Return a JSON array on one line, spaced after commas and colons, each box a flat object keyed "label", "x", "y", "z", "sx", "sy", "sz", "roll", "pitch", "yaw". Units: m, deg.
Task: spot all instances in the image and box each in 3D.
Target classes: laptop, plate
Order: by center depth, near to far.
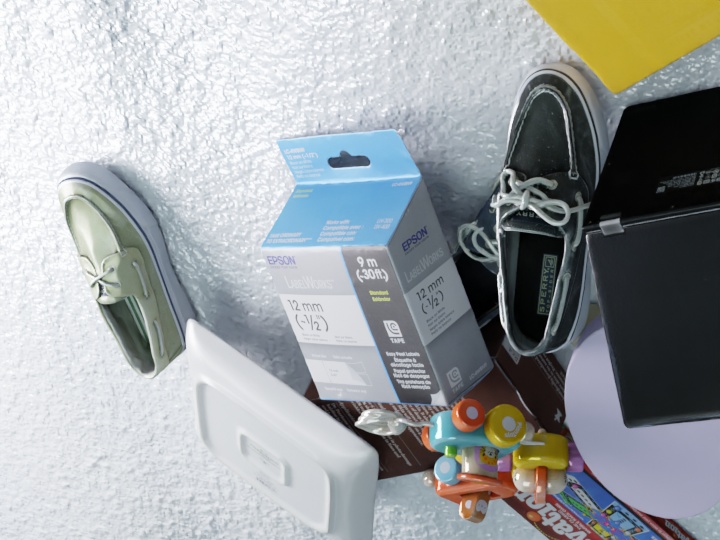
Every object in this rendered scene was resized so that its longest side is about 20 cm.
[{"label": "laptop", "x": 0.253, "y": -0.020, "z": 1.159, "sx": 0.186, "sy": 0.200, "sz": 0.116, "roll": -10, "pitch": 129, "yaw": 32}, {"label": "plate", "x": -0.074, "y": 0.150, "z": 1.530, "sx": 0.199, "sy": 0.032, "sz": 0.200, "roll": 33, "pitch": 154, "yaw": 17}]

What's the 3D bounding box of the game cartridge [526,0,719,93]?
[{"label": "game cartridge", "x": 0.164, "y": -0.223, "z": 1.136, "sx": 0.200, "sy": 0.033, "sz": 0.176, "roll": 43, "pitch": 134, "yaw": -20}]

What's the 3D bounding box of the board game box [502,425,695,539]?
[{"label": "board game box", "x": 0.204, "y": 0.214, "z": 1.531, "sx": 0.200, "sy": 0.019, "sz": 0.103, "roll": 41, "pitch": 136, "yaw": -14}]

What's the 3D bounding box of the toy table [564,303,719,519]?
[{"label": "toy table", "x": 0.227, "y": 0.073, "z": 1.316, "sx": 0.183, "sy": 0.117, "sz": 0.201, "roll": 13, "pitch": 135, "yaw": 14}]

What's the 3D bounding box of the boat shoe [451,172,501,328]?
[{"label": "boat shoe", "x": 0.104, "y": -0.014, "z": 1.334, "sx": 0.075, "sy": 0.062, "sz": 0.200, "roll": 36, "pitch": 136, "yaw": -7}]

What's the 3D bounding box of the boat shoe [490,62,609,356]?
[{"label": "boat shoe", "x": 0.122, "y": -0.041, "z": 1.233, "sx": 0.073, "sy": 0.068, "sz": 0.201, "roll": 11, "pitch": 100, "yaw": 24}]

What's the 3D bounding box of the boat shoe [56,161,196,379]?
[{"label": "boat shoe", "x": -0.196, "y": 0.002, "z": 1.495, "sx": 0.072, "sy": 0.062, "sz": 0.201, "roll": -7, "pitch": 126, "yaw": 31}]

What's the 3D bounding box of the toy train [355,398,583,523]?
[{"label": "toy train", "x": 0.085, "y": 0.153, "z": 1.367, "sx": 0.150, "sy": 0.056, "sz": 0.200, "roll": -11, "pitch": 155, "yaw": 27}]

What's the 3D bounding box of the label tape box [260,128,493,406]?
[{"label": "label tape box", "x": 0.000, "y": 0.000, "z": 1.345, "sx": 0.143, "sy": 0.066, "sz": 0.201, "roll": 0, "pitch": 120, "yaw": 47}]

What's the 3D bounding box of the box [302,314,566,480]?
[{"label": "box", "x": 0.061, "y": 0.101, "z": 1.457, "sx": 0.199, "sy": 0.075, "sz": 0.100, "roll": -14, "pitch": 123, "yaw": 37}]
